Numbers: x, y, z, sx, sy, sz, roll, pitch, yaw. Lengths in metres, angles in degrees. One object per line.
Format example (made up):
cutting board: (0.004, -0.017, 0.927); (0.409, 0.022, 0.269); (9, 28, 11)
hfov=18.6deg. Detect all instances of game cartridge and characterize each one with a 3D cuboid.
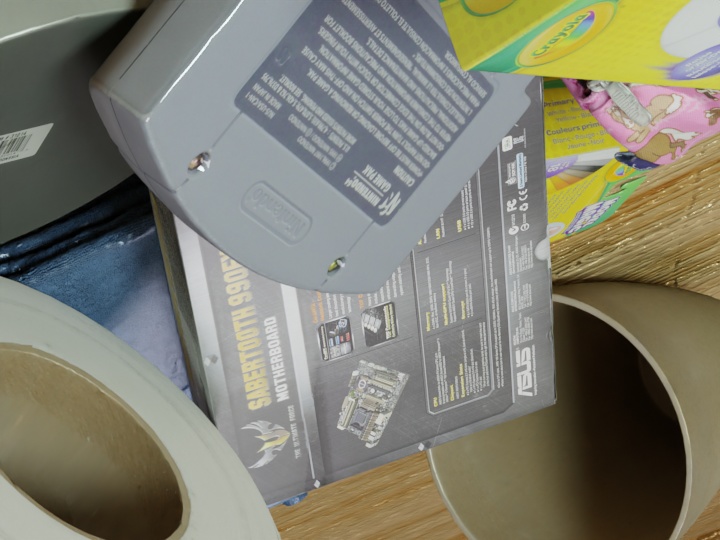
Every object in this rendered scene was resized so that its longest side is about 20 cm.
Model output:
game cartridge: (-0.011, -0.062, 0.758); (0.133, 0.041, 0.200); (-54, 153, -1)

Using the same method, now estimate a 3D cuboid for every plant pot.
plant pot: (0.170, 0.083, 1.389); (0.187, 0.188, 0.200); (-29, 175, 37)

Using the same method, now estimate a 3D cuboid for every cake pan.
cake pan: (-0.129, -0.055, 0.746); (0.200, 0.037, 0.200); (-25, 165, -7)

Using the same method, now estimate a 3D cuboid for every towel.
towel: (-0.097, 0.047, 0.990); (0.111, 0.049, 0.200); (-24, 133, -3)

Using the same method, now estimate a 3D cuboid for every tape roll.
tape roll: (-0.149, 0.114, 0.855); (0.139, 0.203, 0.203); (-51, 151, 21)

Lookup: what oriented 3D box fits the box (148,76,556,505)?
box: (0.000, 0.000, 0.924); (0.158, 0.048, 0.200); (-18, 134, -10)

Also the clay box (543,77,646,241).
clay box: (0.037, -0.041, 1.008); (0.200, 0.048, 0.115); (-12, 162, -20)

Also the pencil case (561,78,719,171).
pencil case: (0.166, -0.113, 0.840); (0.083, 0.087, 0.200); (33, 136, -29)

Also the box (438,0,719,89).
box: (0.109, -0.099, 0.648); (0.200, 0.048, 0.117); (1, 156, -45)
